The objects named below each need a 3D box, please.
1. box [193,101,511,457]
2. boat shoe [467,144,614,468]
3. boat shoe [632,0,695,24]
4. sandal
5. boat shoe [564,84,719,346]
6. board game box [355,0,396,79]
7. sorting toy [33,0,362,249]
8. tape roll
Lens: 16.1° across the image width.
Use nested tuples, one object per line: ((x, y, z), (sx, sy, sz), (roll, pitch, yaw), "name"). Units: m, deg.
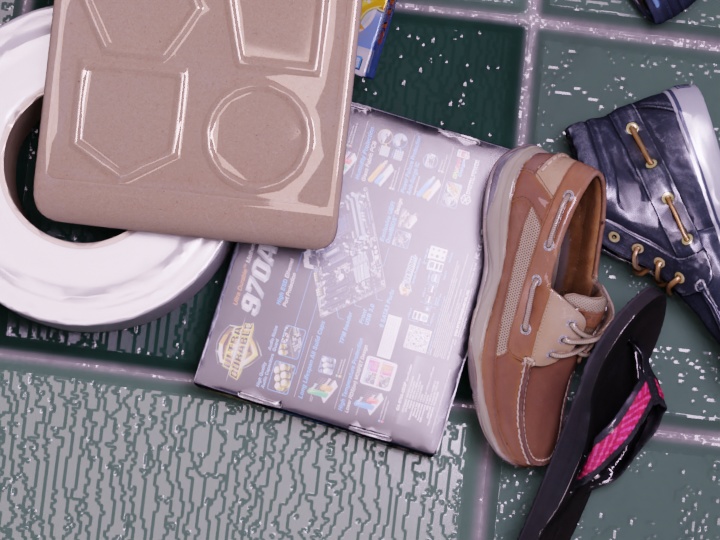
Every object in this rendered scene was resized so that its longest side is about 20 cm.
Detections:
((0.000, 0.000, 1.587), (0.159, 0.046, 0.200), (16, 85, 1), "box")
((0.114, 0.026, 1.550), (0.072, 0.076, 0.200), (9, 104, 35), "boat shoe")
((0.136, -0.236, 1.592), (0.200, 0.084, 0.069), (41, 85, 5), "boat shoe")
((0.152, 0.107, 1.560), (0.045, 0.075, 0.200), (25, 97, 28), "sandal")
((0.194, -0.010, 1.584), (0.091, 0.071, 0.200), (-17, 80, 1), "boat shoe")
((-0.069, -0.210, 1.557), (0.200, 0.034, 0.136), (17, 94, 9), "board game box")
((-0.095, -0.120, 1.517), (0.185, 0.036, 0.200), (6, 95, 7), "sorting toy")
((-0.170, -0.063, 1.579), (0.202, 0.071, 0.203), (0, 86, -1), "tape roll")
